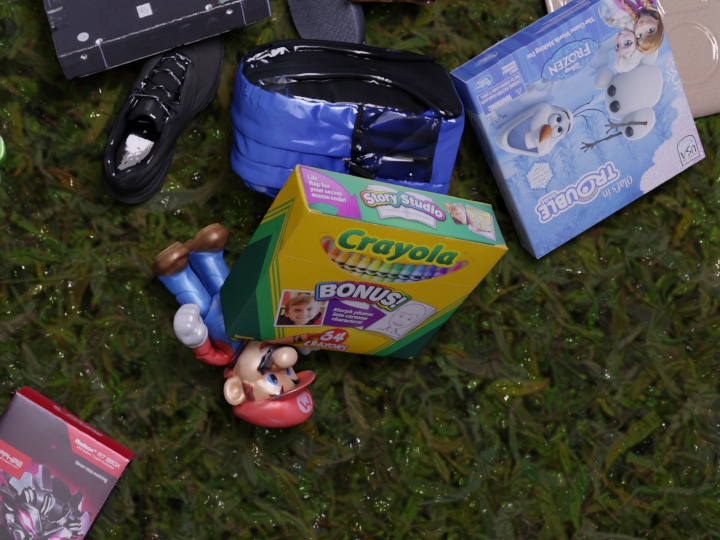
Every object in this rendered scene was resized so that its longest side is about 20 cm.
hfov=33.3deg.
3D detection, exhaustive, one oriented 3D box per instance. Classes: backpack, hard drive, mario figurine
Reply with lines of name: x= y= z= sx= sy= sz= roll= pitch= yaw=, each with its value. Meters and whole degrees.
backpack: x=-0.022 y=-0.116 z=1.093 sx=0.197 sy=0.163 sz=0.170 roll=8 pitch=111 yaw=-11
hard drive: x=-0.194 y=-0.264 z=1.119 sx=0.197 sy=0.038 sz=0.141 roll=-20 pitch=59 yaw=-6
mario figurine: x=-0.101 y=0.051 z=1.111 sx=0.123 sy=0.106 sz=0.201 roll=-33 pitch=89 yaw=-8

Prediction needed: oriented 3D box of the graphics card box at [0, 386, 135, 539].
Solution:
graphics card box: x=-0.311 y=0.226 z=1.108 sx=0.125 sy=0.051 sz=0.202 roll=32 pitch=85 yaw=-4

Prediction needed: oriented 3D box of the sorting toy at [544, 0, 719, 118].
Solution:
sorting toy: x=0.278 y=-0.243 z=1.201 sx=0.182 sy=0.036 sz=0.203 roll=-13 pitch=93 yaw=-6

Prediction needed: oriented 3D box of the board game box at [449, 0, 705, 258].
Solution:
board game box: x=0.209 y=-0.146 z=1.139 sx=0.198 sy=0.043 sz=0.200 roll=-31 pitch=119 yaw=-6

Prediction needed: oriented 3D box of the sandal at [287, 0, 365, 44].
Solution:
sandal: x=-0.047 y=-0.294 z=1.152 sx=0.043 sy=0.076 sz=0.202 roll=-29 pitch=93 yaw=-47

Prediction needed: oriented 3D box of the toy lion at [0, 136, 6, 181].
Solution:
toy lion: x=-0.418 y=-0.074 z=1.110 sx=0.189 sy=0.069 sz=0.203 roll=-16 pitch=89 yaw=-14

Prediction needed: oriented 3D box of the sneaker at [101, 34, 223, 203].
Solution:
sneaker: x=-0.182 y=-0.159 z=1.119 sx=0.075 sy=0.091 sz=0.202 roll=21 pitch=84 yaw=-2

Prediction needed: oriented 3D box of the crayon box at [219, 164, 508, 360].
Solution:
crayon box: x=0.000 y=0.000 z=1.059 sx=0.198 sy=0.173 sz=0.059 roll=9 pitch=49 yaw=-29

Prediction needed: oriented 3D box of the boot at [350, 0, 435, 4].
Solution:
boot: x=-0.024 y=-0.343 z=1.128 sx=0.186 sy=0.068 sz=0.203 roll=0 pitch=76 yaw=-36
